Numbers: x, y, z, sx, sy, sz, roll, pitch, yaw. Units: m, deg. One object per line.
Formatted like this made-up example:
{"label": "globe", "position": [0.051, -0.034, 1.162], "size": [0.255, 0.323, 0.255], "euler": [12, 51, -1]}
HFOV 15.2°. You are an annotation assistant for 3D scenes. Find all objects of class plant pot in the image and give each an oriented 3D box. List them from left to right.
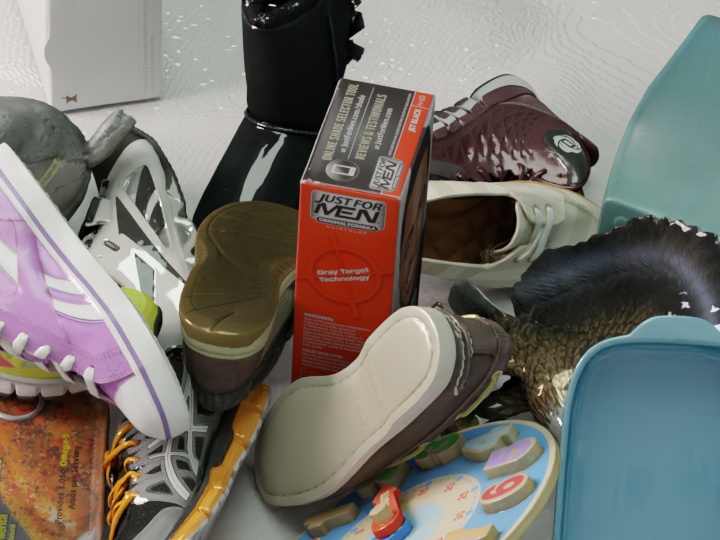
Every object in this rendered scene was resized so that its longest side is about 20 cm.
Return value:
{"label": "plant pot", "position": [0.223, -0.036, 1.655], "size": [0.141, 0.142, 0.200], "euler": [22, 37, 20]}

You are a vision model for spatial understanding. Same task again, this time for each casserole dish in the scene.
{"label": "casserole dish", "position": [0.163, 0.121, 1.485], "size": [0.120, 0.201, 0.039], "euler": [3, 9, -8]}

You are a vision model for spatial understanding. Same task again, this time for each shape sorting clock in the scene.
{"label": "shape sorting clock", "position": [0.020, 0.144, 1.463], "size": [0.200, 0.039, 0.200], "euler": [-35, 15, 10]}

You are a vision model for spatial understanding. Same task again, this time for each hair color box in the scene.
{"label": "hair color box", "position": [0.000, 0.000, 1.576], "size": [0.061, 0.201, 0.102], "euler": [10, 42, 8]}

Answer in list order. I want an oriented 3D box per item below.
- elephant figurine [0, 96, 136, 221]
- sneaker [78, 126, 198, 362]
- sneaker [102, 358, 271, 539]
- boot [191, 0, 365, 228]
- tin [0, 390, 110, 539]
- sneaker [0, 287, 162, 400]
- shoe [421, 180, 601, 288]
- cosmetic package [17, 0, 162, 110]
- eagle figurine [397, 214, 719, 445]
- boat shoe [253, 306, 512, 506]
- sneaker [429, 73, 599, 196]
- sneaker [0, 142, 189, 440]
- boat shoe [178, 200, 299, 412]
{"label": "elephant figurine", "position": [-0.268, -0.076, 1.714], "size": [0.155, 0.142, 0.200], "euler": [11, 15, -36]}
{"label": "sneaker", "position": [-0.150, -0.018, 1.682], "size": [0.088, 0.074, 0.200], "euler": [-14, 46, -17]}
{"label": "sneaker", "position": [-0.113, 0.121, 1.520], "size": [0.077, 0.078, 0.200], "euler": [26, 33, -2]}
{"label": "boot", "position": [-0.055, -0.106, 1.721], "size": [0.073, 0.163, 0.199], "euler": [16, 43, 16]}
{"label": "tin", "position": [-0.201, 0.127, 1.546], "size": [0.111, 0.042, 0.200], "euler": [4, 41, -5]}
{"label": "sneaker", "position": [-0.215, 0.018, 1.574], "size": [0.199, 0.091, 0.078], "euler": [1, 34, 0]}
{"label": "shoe", "position": [0.069, -0.022, 1.681], "size": [0.199, 0.070, 0.053], "euler": [4, 12, -17]}
{"label": "cosmetic package", "position": [-0.198, -0.214, 1.878], "size": [0.084, 0.108, 0.200], "euler": [-9, 44, -14]}
{"label": "eagle figurine", "position": [0.135, 0.058, 1.569], "size": [0.199, 0.152, 0.152], "euler": [-14, 80, 5]}
{"label": "boat shoe", "position": [0.009, 0.079, 1.518], "size": [0.059, 0.200, 0.072], "euler": [2, 61, -36]}
{"label": "sneaker", "position": [0.082, -0.053, 1.738], "size": [0.115, 0.076, 0.200], "euler": [33, 49, 25]}
{"label": "sneaker", "position": [-0.186, 0.037, 1.506], "size": [0.114, 0.073, 0.201], "euler": [-36, 70, -14]}
{"label": "boat shoe", "position": [-0.070, 0.019, 1.585], "size": [0.071, 0.066, 0.201], "euler": [13, 24, 3]}
